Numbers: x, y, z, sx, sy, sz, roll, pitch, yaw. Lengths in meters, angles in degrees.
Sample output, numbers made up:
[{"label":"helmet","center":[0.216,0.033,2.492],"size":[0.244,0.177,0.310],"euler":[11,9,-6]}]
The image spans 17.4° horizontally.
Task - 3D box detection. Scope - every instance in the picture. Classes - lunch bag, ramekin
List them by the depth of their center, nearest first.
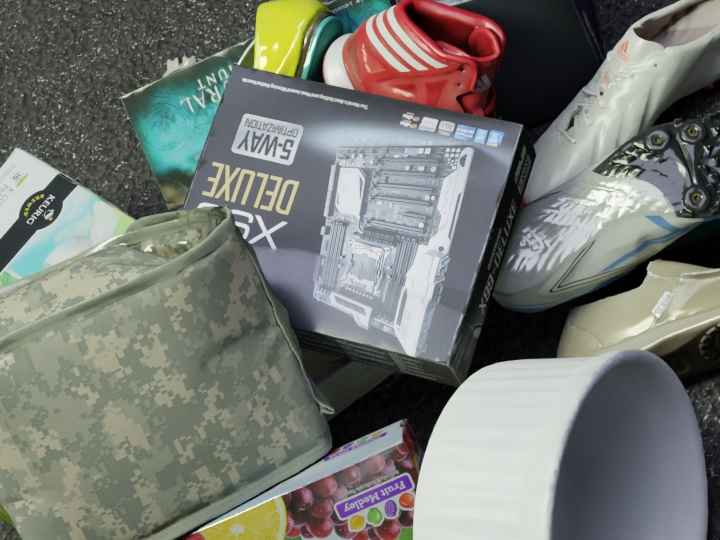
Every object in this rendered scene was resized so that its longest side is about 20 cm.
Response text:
[{"label":"ramekin","center":[0.113,0.144,1.342],"size":[0.097,0.201,0.202],"euler":[1,60,33]},{"label":"lunch bag","center":[-0.130,0.068,1.396],"size":[0.199,0.165,0.118],"euler":[-23,20,1]}]

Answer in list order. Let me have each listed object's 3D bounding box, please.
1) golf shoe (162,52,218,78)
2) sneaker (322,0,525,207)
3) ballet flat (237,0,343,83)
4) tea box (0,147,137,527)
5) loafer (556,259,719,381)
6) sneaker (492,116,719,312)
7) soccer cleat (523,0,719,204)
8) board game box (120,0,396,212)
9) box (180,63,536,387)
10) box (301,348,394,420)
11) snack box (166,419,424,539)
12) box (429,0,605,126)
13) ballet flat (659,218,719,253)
[{"label":"golf shoe","center":[-0.040,-0.109,1.643],"size":[0.198,0.078,0.098],"euler":[-8,83,17]},{"label":"sneaker","center":[0.066,-0.084,1.501],"size":[0.078,0.200,0.115],"euler":[-46,8,-36]},{"label":"ballet flat","center":[-0.066,-0.084,1.558],"size":[0.067,0.067,0.202],"euler":[16,94,21]},{"label":"tea box","center":[-0.206,0.061,1.575],"size":[0.196,0.134,0.200],"euler":[30,74,34]},{"label":"loafer","center":[0.207,0.023,1.449],"size":[0.199,0.076,0.069],"euler":[-20,59,12]},{"label":"sneaker","center":[0.166,-0.035,1.462],"size":[0.199,0.072,0.072],"euler":[-25,70,12]},{"label":"soccer cleat","center":[0.176,-0.118,1.553],"size":[0.200,0.078,0.069],"euler":[-41,52,-4]},{"label":"board game box","center":[-0.047,-0.096,1.597],"size":[0.199,0.028,0.136],"euler":[-23,94,13]},{"label":"box","center":[-0.009,-0.029,1.450],"size":[0.198,0.050,0.159],"euler":[14,74,19]},{"label":"box","center":[-0.023,0.069,1.546],"size":[0.199,0.041,0.039],"euler":[-37,50,-1]},{"label":"snack box","center":[-0.034,0.196,1.410],"size":[0.199,0.143,0.053],"euler":[-24,11,9]},{"label":"box","center":[0.091,-0.219,1.613],"size":[0.104,0.148,0.201],"euler":[-18,55,12]},{"label":"ballet flat","center":[0.247,-0.058,1.494],"size":[0.198,0.068,0.076],"euler":[-8,47,24]}]
